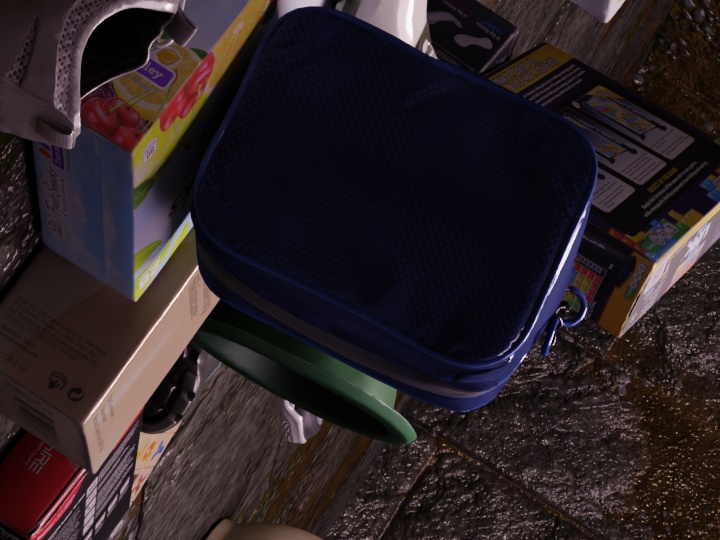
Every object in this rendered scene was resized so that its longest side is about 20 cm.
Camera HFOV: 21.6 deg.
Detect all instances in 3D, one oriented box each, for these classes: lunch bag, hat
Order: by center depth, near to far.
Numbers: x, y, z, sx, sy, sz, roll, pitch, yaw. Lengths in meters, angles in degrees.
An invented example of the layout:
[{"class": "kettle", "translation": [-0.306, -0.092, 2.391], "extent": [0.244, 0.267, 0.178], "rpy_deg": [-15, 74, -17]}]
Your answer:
[{"class": "lunch bag", "translation": [0.021, -0.022, 0.927], "extent": [0.137, 0.199, 0.132], "rpy_deg": [-62, 176, -13]}, {"class": "hat", "translation": [0.000, 0.000, 1.209], "extent": [0.177, 0.165, 0.200], "rpy_deg": [-63, 157, -11]}]

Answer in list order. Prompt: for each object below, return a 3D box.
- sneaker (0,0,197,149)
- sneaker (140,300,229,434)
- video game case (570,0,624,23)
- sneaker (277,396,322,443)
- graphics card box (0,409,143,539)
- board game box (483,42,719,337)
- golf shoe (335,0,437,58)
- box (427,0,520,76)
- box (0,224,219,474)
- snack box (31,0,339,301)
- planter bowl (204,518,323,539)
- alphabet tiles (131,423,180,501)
[{"class": "sneaker", "translation": [-0.094, -0.120, 0.767], "extent": [0.200, 0.082, 0.075], "rpy_deg": [-54, 170, -29]}, {"class": "sneaker", "translation": [-0.104, 0.016, 1.280], "extent": [0.200, 0.075, 0.079], "rpy_deg": [-53, -177, 19]}, {"class": "video game case", "translation": [0.049, -0.210, 0.882], "extent": [0.046, 0.199, 0.181], "rpy_deg": [-55, 171, -7]}, {"class": "sneaker", "translation": [0.008, 0.044, 1.422], "extent": [0.075, 0.113, 0.202], "rpy_deg": [-40, 145, -83]}, {"class": "graphics card box", "translation": [-0.198, 0.155, 1.235], "extent": [0.126, 0.051, 0.200], "rpy_deg": [-54, 169, -30]}, {"class": "board game box", "translation": [0.131, -0.055, 1.137], "extent": [0.200, 0.165, 0.057], "rpy_deg": [-33, 150, -55]}, {"class": "golf shoe", "translation": [0.020, -0.103, 1.030], "extent": [0.077, 0.087, 0.201], "rpy_deg": [-62, 170, -57]}, {"class": "box", "translation": [0.004, -0.101, 1.241], "extent": [0.115, 0.132, 0.200], "rpy_deg": [-50, 168, -28]}, {"class": "box", "translation": [-0.122, 0.000, 1.036], "extent": [0.201, 0.077, 0.095], "rpy_deg": [-56, 170, -20]}, {"class": "snack box", "translation": [-0.081, -0.107, 0.941], "extent": [0.200, 0.067, 0.169], "rpy_deg": [-54, 171, -24]}, {"class": "planter bowl", "translation": [-0.125, 0.355, 2.064], "extent": [0.201, 0.134, 0.200], "rpy_deg": [-57, 172, -12]}, {"class": "alphabet tiles", "translation": [-0.165, 0.126, 1.472], "extent": [0.201, 0.008, 0.167], "rpy_deg": [-59, 171, 0]}]
